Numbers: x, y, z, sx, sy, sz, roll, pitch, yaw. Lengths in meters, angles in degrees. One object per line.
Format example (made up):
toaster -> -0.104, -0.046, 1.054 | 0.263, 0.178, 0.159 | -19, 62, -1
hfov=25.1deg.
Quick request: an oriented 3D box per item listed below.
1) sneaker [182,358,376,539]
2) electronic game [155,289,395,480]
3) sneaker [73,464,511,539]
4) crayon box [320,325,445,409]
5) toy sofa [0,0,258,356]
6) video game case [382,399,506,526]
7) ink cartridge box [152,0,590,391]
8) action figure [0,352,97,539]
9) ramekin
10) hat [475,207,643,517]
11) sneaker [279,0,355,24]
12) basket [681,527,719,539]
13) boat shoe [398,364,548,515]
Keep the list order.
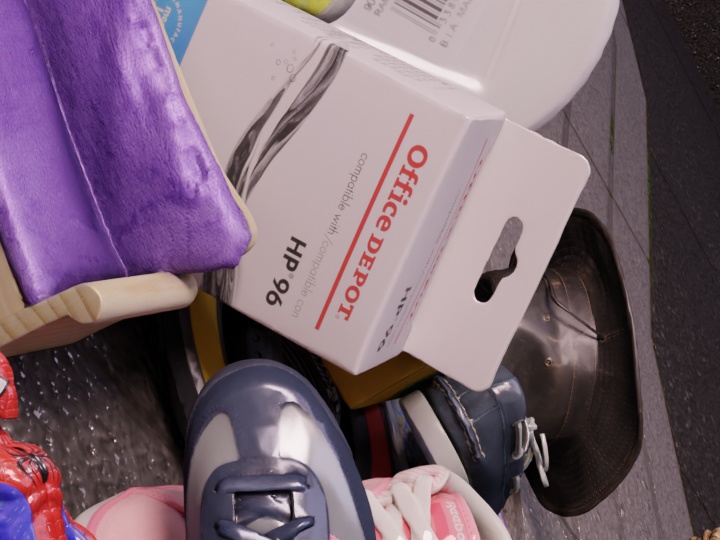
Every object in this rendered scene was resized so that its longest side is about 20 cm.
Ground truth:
sneaker -> -0.024, 0.124, 0.543 | 0.082, 0.069, 0.202 | 86, -5, -78
electronic game -> -0.036, 0.056, 0.778 | 0.200, 0.041, 0.201 | 52, 24, -35
sneaker -> -0.016, 0.111, 0.635 | 0.199, 0.104, 0.076 | 18, 49, -44
crayon box -> 0.000, 0.000, 0.806 | 0.127, 0.051, 0.200 | 61, 9, 8
toy sofa -> -0.124, -0.074, 0.613 | 0.202, 0.097, 0.083 | 69, 20, 4
video game case -> 0.037, 0.084, 0.968 | 0.143, 0.018, 0.202 | 26, 45, -62
ink cartridge box -> -0.019, -0.038, 0.670 | 0.199, 0.117, 0.068 | 28, 13, 14
action figure -> -0.099, 0.121, 0.542 | 0.065, 0.051, 0.202 | -6, 72, -64
ramekin -> 0.035, -0.150, 0.799 | 0.202, 0.199, 0.098 | 60, 7, -17
hat -> 0.105, 0.059, 1.051 | 0.080, 0.201, 0.202 | 2, 59, -25
sneaker -> -0.081, -0.179, 0.714 | 0.200, 0.076, 0.076 | 45, 29, 10
basket -> 0.217, 0.265, 1.045 | 0.200, 0.148, 0.144 | 35, 37, -57
boat shoe -> 0.064, 0.089, 0.860 | 0.075, 0.061, 0.200 | 62, 0, 22
